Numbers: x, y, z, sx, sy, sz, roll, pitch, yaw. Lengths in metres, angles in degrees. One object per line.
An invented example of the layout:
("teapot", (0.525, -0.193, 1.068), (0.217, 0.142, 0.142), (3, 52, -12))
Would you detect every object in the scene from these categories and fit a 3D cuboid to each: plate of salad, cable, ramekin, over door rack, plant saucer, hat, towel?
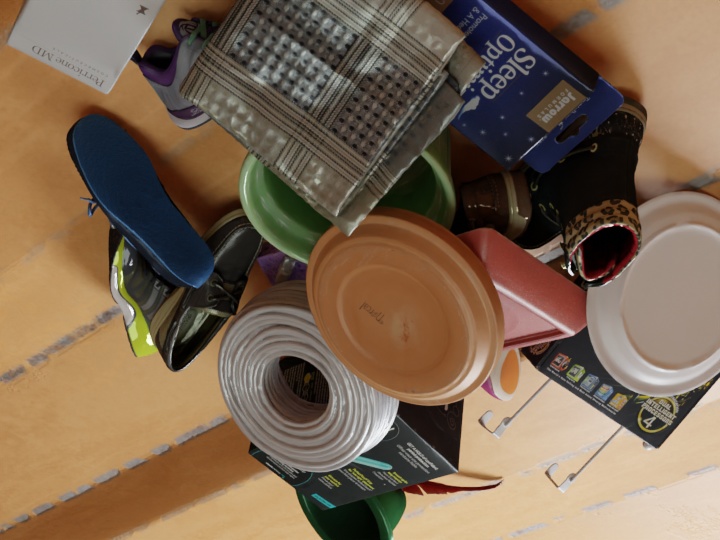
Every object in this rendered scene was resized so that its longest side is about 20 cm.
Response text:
("plate of salad", (0.301, 0.022, 1.227), (0.199, 0.202, 0.048), (28, 179, -23))
("cable", (-0.055, 0.112, 1.312), (0.200, 0.069, 0.201), (41, 123, 6))
("ramekin", (-0.008, -0.099, 1.164), (0.197, 0.099, 0.201), (5, 140, 4))
("over door rack", (0.256, 0.161, 1.408), (0.200, 0.067, 0.148), (-40, 123, 15))
("plant saucer", (0.100, 0.035, 1.209), (0.198, 0.037, 0.199), (-17, 147, 39))
("plant saucer", (0.035, 0.039, 1.149), (0.198, 0.032, 0.202), (17, 126, 24))
("hat", (0.038, 0.283, 1.676), (0.200, 0.175, 0.166), (48, 141, 11))
("towel", (-0.024, -0.158, 1.033), (0.199, 0.035, 0.193), (38, 103, -4))

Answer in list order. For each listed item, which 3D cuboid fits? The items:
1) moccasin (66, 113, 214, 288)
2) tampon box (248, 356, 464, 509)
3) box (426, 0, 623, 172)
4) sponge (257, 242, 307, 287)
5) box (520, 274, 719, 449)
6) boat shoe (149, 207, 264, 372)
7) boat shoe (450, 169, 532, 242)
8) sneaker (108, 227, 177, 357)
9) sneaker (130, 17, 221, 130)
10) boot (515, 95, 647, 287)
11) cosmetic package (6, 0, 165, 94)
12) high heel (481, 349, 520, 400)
("moccasin", (-0.228, -0.059, 1.244), (0.068, 0.080, 0.201), (-5, 120, 58))
("tampon box", (-0.002, 0.168, 1.459), (0.198, 0.127, 0.150), (-22, 132, 31))
("box", (0.115, -0.166, 1.081), (0.199, 0.033, 0.121), (36, 134, -12))
("sponge", (0.000, 0.000, 1.313), (0.198, 0.030, 0.112), (-15, 119, 26))
("box", (0.287, 0.075, 1.304), (0.199, 0.049, 0.162), (34, 100, -28))
("boat shoe", (-0.153, 0.025, 1.321), (0.071, 0.066, 0.201), (14, 125, -40))
("boat shoe", (0.108, -0.035, 1.216), (0.074, 0.076, 0.203), (-8, 153, -8))
("sneaker", (-0.226, 0.015, 1.372), (0.080, 0.075, 0.201), (-10, 142, -2))
("sneaker", (-0.114, -0.191, 1.095), (0.198, 0.075, 0.088), (-22, 127, 32))
("boot", (0.189, -0.045, 1.149), (0.073, 0.155, 0.204), (21, 139, -16))
("cosmetic package", (-0.209, -0.247, 1.043), (0.101, 0.075, 0.200), (25, 136, -19))
("high heel", (0.110, 0.081, 1.400), (0.095, 0.068, 0.200), (12, 159, 35))
